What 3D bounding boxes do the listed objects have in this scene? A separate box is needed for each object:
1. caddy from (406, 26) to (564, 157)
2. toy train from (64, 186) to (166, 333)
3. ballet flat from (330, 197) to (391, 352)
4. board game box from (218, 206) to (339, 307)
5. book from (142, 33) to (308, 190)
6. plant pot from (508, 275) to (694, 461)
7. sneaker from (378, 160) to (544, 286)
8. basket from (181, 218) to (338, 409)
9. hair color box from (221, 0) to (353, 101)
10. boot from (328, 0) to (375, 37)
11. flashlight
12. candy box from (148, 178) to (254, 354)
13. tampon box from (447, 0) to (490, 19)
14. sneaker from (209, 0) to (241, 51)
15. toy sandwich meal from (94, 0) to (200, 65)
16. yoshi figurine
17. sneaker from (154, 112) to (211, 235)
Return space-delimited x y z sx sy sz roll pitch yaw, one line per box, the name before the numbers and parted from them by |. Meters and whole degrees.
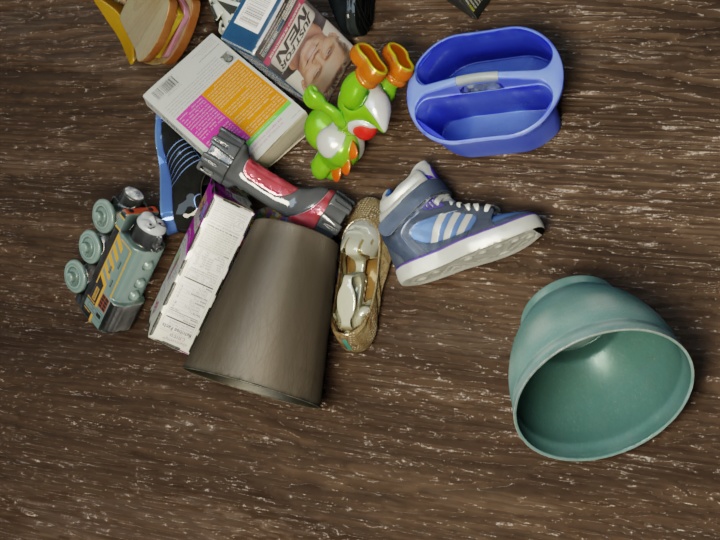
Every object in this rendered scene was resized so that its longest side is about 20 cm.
caddy | 0.156 -0.218 1.476 0.198 0.105 0.143 -5 75 23
toy train | -0.325 -0.012 1.631 0.114 0.085 0.201 46 121 25
ballet flat | 0.000 0.000 1.516 0.070 0.065 0.203 -1 77 21
board game box | -0.125 0.009 1.582 0.158 0.039 0.200 -45 64 8
book | -0.182 -0.216 1.629 0.133 0.048 0.200 -43 67 -12
plant pot | 0.249 0.092 1.330 0.199 0.201 0.135 -29 40 14
sneaker | 0.114 -0.078 1.476 0.198 0.080 0.148 -21 72 22
basket | -0.108 0.049 1.488 0.178 0.136 0.202 14 79 6
hair color box | -0.087 -0.291 1.549 0.060 0.200 0.101 30 90 27
boot | -0.068 -0.394 1.634 0.166 0.076 0.203 -6 68 19
flashlight | -0.105 -0.111 1.541 0.199 0.068 0.068 34 54 -3
candy box | -0.205 -0.009 1.553 0.060 0.136 0.202 25 99 -13
tampon box | 0.135 -0.457 1.533 0.150 0.126 0.201 39 95 27
sneaker | -0.178 -0.356 1.676 0.199 0.074 0.089 32 89 27
toy sandwich meal | -0.303 -0.380 1.706 0.204 0.070 0.208 6 99 41
yoshi figurine | -0.019 -0.209 1.540 0.112 0.112 0.201 29 128 -7
sneaker | -0.237 -0.143 1.661 0.077 0.070 0.202 -8 69 1
